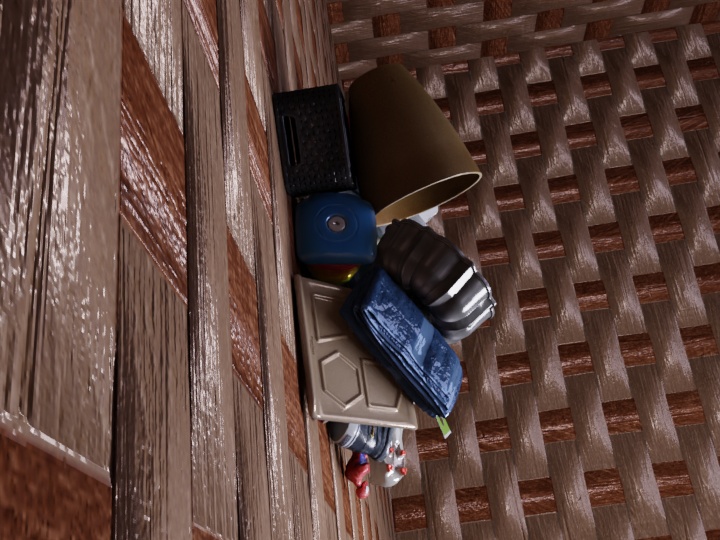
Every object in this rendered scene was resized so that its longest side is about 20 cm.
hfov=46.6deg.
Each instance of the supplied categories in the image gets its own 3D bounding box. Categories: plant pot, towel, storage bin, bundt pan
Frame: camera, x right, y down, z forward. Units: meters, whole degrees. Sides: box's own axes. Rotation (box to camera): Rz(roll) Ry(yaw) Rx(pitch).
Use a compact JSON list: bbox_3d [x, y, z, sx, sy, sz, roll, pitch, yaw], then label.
[{"bbox_3d":[0.060,-0.195,1.247,0.186,0.183,0.203,66,3,-82],"label":"plant pot"},{"bbox_3d":[0.063,0.092,1.109,0.200,0.048,0.112,49,37,-14],"label":"towel"},{"bbox_3d":[-0.060,-0.181,1.200,0.200,0.092,0.138,-51,132,-86],"label":"storage bin"},{"bbox_3d":[0.091,0.026,1.182,0.201,0.076,0.203,37,-21,16],"label":"bundt pan"}]

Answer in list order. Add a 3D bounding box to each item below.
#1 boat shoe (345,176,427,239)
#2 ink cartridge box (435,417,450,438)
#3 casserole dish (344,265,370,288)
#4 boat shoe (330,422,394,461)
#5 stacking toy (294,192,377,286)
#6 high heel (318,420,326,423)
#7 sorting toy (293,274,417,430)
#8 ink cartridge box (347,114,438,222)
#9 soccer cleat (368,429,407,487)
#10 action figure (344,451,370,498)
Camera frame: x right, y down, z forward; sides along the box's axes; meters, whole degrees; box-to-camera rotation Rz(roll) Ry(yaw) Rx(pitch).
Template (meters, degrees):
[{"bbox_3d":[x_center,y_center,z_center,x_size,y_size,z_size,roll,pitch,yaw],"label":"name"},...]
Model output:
[{"bbox_3d":[0.042,-0.091,1.359,0.200,0.072,0.071,42,7,-10],"label":"boat shoe"},{"bbox_3d":[0.056,0.166,1.237,0.203,0.075,0.148,64,4,11],"label":"ink cartridge box"},{"bbox_3d":[-0.028,-0.015,1.312,0.121,0.038,0.203,-37,-108,55],"label":"casserole dish"},{"bbox_3d":[0.002,0.203,1.313,0.090,0.071,0.202,32,37,-26],"label":"boat shoe"},{"bbox_3d":[-0.041,-0.013,1.227,0.201,0.114,0.112,100,-11,-58],"label":"stacking toy"},{"bbox_3d":[-0.048,0.138,1.138,0.097,0.067,0.200,53,9,-3],"label":"high heel"},{"bbox_3d":[-0.009,0.110,1.082,0.198,0.036,0.188,18,53,-43],"label":"sorting toy"},{"bbox_3d":[0.025,-0.159,1.513,0.199,0.144,0.146,36,-24,29],"label":"ink cartridge box"},{"bbox_3d":[0.044,0.248,1.355,0.077,0.068,0.203,-30,-137,50],"label":"soccer cleat"},{"bbox_3d":[0.014,0.278,1.410,0.065,0.097,0.204,142,-53,-61],"label":"action figure"}]
